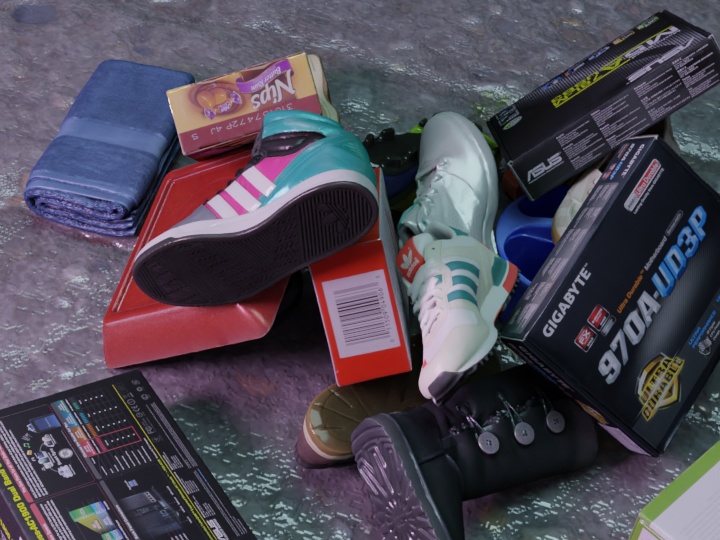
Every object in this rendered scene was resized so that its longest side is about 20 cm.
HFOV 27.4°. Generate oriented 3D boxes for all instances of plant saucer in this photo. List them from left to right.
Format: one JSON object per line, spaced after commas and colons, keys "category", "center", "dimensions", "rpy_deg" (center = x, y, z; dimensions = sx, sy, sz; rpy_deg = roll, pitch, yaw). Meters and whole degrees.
{"category": "plant saucer", "center": [-0.123, -0.025, 1.202], "dimensions": [0.199, 0.037, 0.201], "rpy_deg": [-13, 46, 42]}

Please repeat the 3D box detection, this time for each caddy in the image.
{"category": "caddy", "center": [0.211, 0.000, 1.274], "dimensions": [0.199, 0.105, 0.142], "rpy_deg": [16, 48, 9]}

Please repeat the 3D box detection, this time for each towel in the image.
{"category": "towel", "center": [-0.229, -0.115, 1.375], "dimensions": [0.111, 0.049, 0.201], "rpy_deg": [14, 48, 6]}

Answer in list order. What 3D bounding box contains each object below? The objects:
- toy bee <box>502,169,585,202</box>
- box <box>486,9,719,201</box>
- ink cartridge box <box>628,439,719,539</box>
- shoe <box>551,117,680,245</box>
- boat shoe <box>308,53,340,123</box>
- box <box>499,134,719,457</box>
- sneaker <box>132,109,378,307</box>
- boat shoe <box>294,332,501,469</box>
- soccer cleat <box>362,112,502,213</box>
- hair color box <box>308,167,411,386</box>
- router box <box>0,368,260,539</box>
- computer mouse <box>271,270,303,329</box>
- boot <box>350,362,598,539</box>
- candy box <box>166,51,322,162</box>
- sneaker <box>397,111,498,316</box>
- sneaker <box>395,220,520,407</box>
{"category": "toy bee", "center": [0.239, -0.087, 1.373], "dimensions": [0.199, 0.109, 0.131], "rpy_deg": [-20, 29, 16]}
{"category": "box", "center": [0.211, -0.150, 1.301], "dimensions": [0.199, 0.048, 0.193], "rpy_deg": [-32, 12, 9]}
{"category": "ink cartridge box", "center": [0.316, 0.225, 1.097], "dimensions": [0.148, 0.076, 0.200], "rpy_deg": [-32, 59, -31]}
{"category": "shoe", "center": [0.216, -0.076, 1.241], "dimensions": [0.070, 0.054, 0.200], "rpy_deg": [21, 41, 21]}
{"category": "boat shoe", "center": [-0.054, -0.133, 1.399], "dimensions": [0.065, 0.072, 0.201], "rpy_deg": [-9, 44, -5]}
{"category": "box", "center": [0.222, 0.020, 1.164], "dimensions": [0.159, 0.046, 0.200], "rpy_deg": [40, 76, -19]}
{"category": "sneaker", "center": [-0.076, -0.055, 1.096], "dimensions": [0.199, 0.084, 0.121], "rpy_deg": [-20, 37, 20]}
{"category": "boat shoe", "center": [0.026, 0.104, 1.183], "dimensions": [0.200, 0.066, 0.072], "rpy_deg": [-22, 76, -39]}
{"category": "soccer cleat", "center": [0.055, -0.094, 1.375], "dimensions": [0.200, 0.084, 0.065], "rpy_deg": [-15, 50, -46]}
{"category": "hair color box", "center": [0.000, 0.000, 1.189], "dimensions": [0.064, 0.112, 0.200], "rpy_deg": [-12, 18, 6]}
{"category": "router box", "center": [-0.187, 0.174, 1.079], "dimensions": [0.149, 0.062, 0.200], "rpy_deg": [-14, 46, -32]}
{"category": "computer mouse", "center": [-0.098, -0.007, 1.287], "dimensions": [0.138, 0.053, 0.200], "rpy_deg": [-14, 40, -5]}
{"category": "boot", "center": [0.104, 0.165, 1.136], "dimensions": [0.199, 0.066, 0.166], "rpy_deg": [-13, 82, -41]}
{"category": "candy box", "center": [-0.093, -0.133, 1.241], "dimensions": [0.116, 0.200, 0.057], "rpy_deg": [-16, 94, -2]}
{"category": "sneaker", "center": [0.066, -0.048, 1.251], "dimensions": [0.088, 0.075, 0.201], "rpy_deg": [8, 64, -33]}
{"category": "sneaker", "center": [0.059, 0.026, 1.128], "dimensions": [0.093, 0.070, 0.200], "rpy_deg": [38, 31, -4]}
